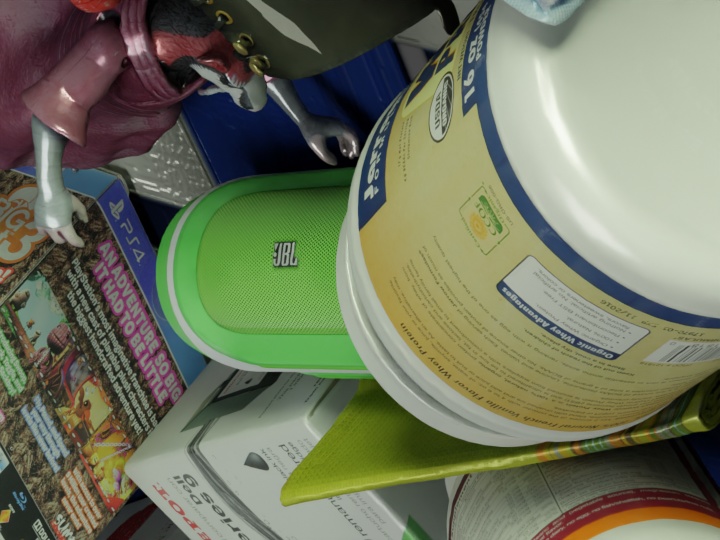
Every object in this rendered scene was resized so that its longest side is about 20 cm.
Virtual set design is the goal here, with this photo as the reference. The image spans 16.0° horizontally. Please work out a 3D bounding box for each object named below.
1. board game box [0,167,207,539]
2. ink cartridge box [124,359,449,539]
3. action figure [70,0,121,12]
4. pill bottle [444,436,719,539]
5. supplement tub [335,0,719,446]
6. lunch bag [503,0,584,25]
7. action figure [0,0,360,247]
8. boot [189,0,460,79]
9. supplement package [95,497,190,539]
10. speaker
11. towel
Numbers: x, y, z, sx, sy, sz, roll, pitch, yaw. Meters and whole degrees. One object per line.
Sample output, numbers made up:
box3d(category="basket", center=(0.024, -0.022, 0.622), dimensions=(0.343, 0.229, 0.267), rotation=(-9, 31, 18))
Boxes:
box3d(category="board game box", center=(-0.184, 0.062, 1.244), dimensions=(0.097, 0.200, 0.160), rotation=(19, 146, 35))
box3d(category="ink cartridge box", center=(-0.003, 0.104, 1.208), dimensions=(0.146, 0.084, 0.200), rotation=(47, 152, -13))
box3d(category="action figure", center=(-0.108, -0.158, 0.987), dimensions=(0.065, 0.099, 0.200), rotation=(55, 171, -33))
box3d(category="pill bottle", center=(0.093, 0.112, 0.991), dimensions=(0.110, 0.109, 0.200), rotation=(49, -174, -19))
box3d(category="supplement tub", center=(0.079, -0.027, 0.850), dimensions=(0.144, 0.145, 0.200), rotation=(40, 152, -2))
box3d(category="lunch bag", center=(0.011, -0.192, 0.714), dimensions=(0.200, 0.127, 0.170), rotation=(37, 151, 19))
box3d(category="action figure", center=(-0.092, -0.093, 1.042), dimensions=(0.200, 0.134, 0.150), rotation=(-13, 94, 56))
box3d(category="boot", center=(-0.076, -0.110, 0.869), dimensions=(0.199, 0.078, 0.139), rotation=(-19, 108, 16))
box3d(category="supplement package", center=(-0.109, 0.206, 1.451), dimensions=(0.120, 0.121, 0.200), rotation=(46, 151, -11))
box3d(category="speaker", center=(0.000, 0.000, 1.050), dimensions=(0.200, 0.089, 0.089), rotation=(-2, 132, 52))
box3d(category="towel", center=(0.063, 0.051, 0.991), dimensions=(0.199, 0.086, 0.018), rotation=(-14, 110, 36))
